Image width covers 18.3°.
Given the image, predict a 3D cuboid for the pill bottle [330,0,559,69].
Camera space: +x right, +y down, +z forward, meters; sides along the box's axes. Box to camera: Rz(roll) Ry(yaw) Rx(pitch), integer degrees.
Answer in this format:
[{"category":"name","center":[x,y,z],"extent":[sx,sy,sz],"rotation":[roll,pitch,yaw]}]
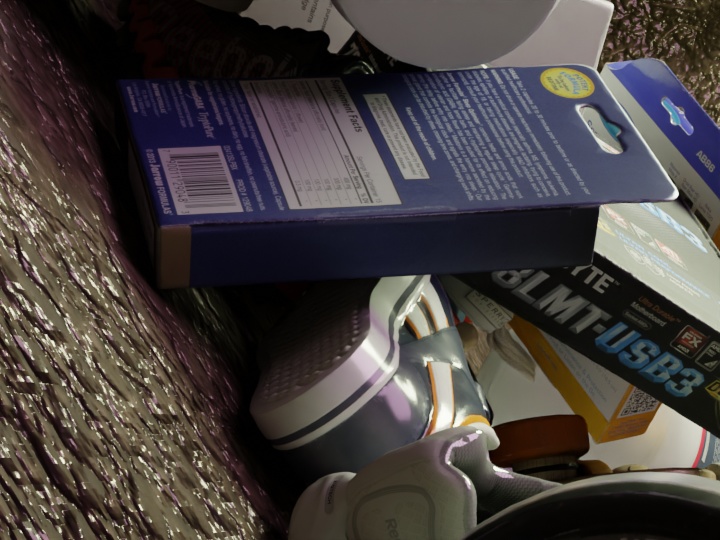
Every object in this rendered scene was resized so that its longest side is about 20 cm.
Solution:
[{"category":"pill bottle","center":[0.036,-0.152,0.956],"extent":[0.114,0.114,0.200],"rotation":[56,11,-14]}]

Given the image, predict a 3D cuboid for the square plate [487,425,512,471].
[{"category":"square plate","center":[0.069,0.119,1.190],"extent":[0.198,0.028,0.200],"rotation":[58,7,8]}]

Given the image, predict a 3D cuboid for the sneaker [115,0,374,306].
[{"category":"sneaker","center":[-0.043,-0.076,0.994],"extent":[0.071,0.098,0.200],"rotation":[47,11,-47]}]

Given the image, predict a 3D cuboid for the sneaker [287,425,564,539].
[{"category":"sneaker","center":[0.073,0.122,0.754],"extent":[0.200,0.081,0.075],"rotation":[35,37,-22]}]

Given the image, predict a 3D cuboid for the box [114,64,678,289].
[{"category":"box","center":[0.011,-0.040,0.870],"extent":[0.121,0.200,0.032],"rotation":[-112,-158,-56]}]

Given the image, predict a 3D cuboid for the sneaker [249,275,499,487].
[{"category":"sneaker","center":[0.006,0.047,0.869],"extent":[0.079,0.078,0.200],"rotation":[53,15,-10]}]

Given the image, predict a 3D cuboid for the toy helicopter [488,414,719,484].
[{"category":"toy helicopter","center":[0.134,0.115,1.084],"extent":[0.200,0.132,0.079],"rotation":[66,16,-77]}]

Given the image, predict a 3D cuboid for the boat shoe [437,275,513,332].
[{"category":"boat shoe","center":[0.057,-0.038,1.185],"extent":[0.074,0.067,0.200],"rotation":[46,8,-36]}]

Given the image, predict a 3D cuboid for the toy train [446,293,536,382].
[{"category":"toy train","center":[0.023,0.013,1.209],"extent":[0.150,0.056,0.200],"rotation":[54,7,25]}]

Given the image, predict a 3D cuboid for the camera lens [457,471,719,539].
[{"category":"camera lens","center":[0.094,0.157,0.623],"extent":[0.200,0.160,0.160],"rotation":[47,12,-55]}]

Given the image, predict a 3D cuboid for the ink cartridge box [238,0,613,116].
[{"category":"ink cartridge box","center":[0.010,-0.134,1.163],"extent":[0.200,0.084,0.145],"rotation":[16,5,-19]}]

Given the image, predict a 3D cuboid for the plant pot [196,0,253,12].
[{"category":"plant pot","center":[-0.087,-0.223,0.946],"extent":[0.200,0.134,0.200],"rotation":[37,13,-10]}]

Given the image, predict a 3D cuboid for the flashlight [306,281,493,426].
[{"category":"flashlight","center":[0.000,0.000,1.074],"extent":[0.200,0.068,0.068],"rotation":[60,8,30]}]

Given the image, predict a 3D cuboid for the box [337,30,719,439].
[{"category":"box","center":[0.094,-0.023,1.028],"extent":[0.200,0.050,0.199],"rotation":[31,20,-28]}]

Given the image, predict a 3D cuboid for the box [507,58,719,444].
[{"category":"box","center":[0.147,-0.017,1.207],"extent":[0.041,0.200,0.119],"rotation":[-7,47,-35]}]

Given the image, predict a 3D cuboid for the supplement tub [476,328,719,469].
[{"category":"supplement tub","center":[0.155,0.108,1.373],"extent":[0.140,0.140,0.200],"rotation":[60,8,24]}]
